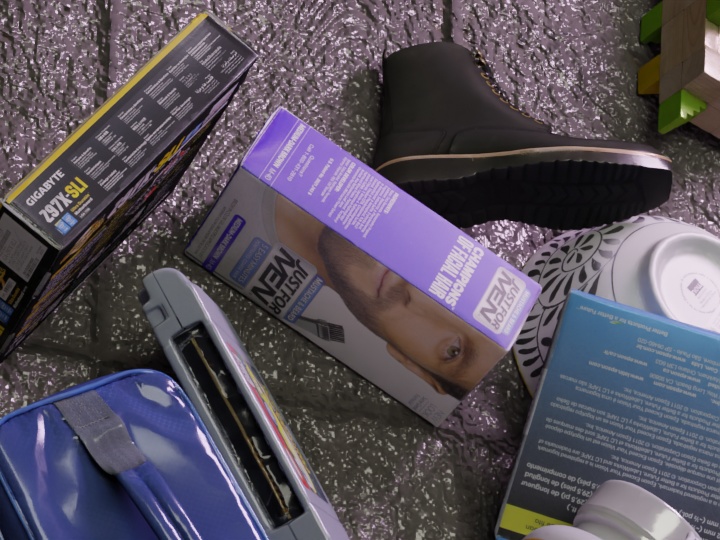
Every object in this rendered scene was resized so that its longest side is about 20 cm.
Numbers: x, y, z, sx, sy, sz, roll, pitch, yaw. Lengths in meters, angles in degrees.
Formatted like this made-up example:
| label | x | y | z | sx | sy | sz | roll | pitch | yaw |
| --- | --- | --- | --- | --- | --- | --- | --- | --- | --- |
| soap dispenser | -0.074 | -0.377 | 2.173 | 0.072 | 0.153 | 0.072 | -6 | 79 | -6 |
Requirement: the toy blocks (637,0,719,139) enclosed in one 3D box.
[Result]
| label | x | y | z | sx | sy | sz | roll | pitch | yaw |
| --- | --- | --- | --- | --- | --- | --- | --- | --- | --- |
| toy blocks | 0.293 | -0.165 | 1.639 | 0.136 | 0.100 | 0.201 | 25 | 52 | -25 |

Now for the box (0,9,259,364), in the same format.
| label | x | y | z | sx | sy | sz | roll | pitch | yaw |
| --- | --- | --- | --- | --- | --- | --- | --- | --- | --- |
| box | -0.156 | -0.045 | 1.286 | 0.049 | 0.160 | 0.200 | 39 | 52 | 2 |

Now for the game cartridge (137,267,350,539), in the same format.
| label | x | y | z | sx | sy | sz | roll | pitch | yaw |
| --- | --- | --- | --- | --- | --- | --- | --- | --- | --- |
| game cartridge | -0.061 | 0.097 | 1.267 | 0.041 | 0.133 | 0.200 | -29 | 77 | -3 |

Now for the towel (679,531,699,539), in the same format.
| label | x | y | z | sx | sy | sz | roll | pitch | yaw |
| --- | --- | --- | --- | --- | --- | --- | --- | --- | --- |
| towel | 0.193 | 0.249 | 1.170 | 0.147 | 0.024 | 0.201 | -18 | 93 | -77 |

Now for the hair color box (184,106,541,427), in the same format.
| label | x | y | z | sx | sy | sz | roll | pitch | yaw |
| --- | --- | --- | --- | --- | --- | --- | --- | --- | --- |
| hair color box | 0.000 | 0.000 | 1.368 | 0.200 | 0.109 | 0.065 | 33 | 52 | -4 |

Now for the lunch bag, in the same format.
| label | x | y | z | sx | sy | sz | roll | pitch | yaw |
| --- | --- | --- | --- | --- | --- | --- | --- | --- | --- |
| lunch bag | -0.130 | 0.163 | 1.186 | 0.136 | 0.132 | 0.200 | -22 | 71 | -35 |

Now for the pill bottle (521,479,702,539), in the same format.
| label | x | y | z | sx | sy | sz | roll | pitch | yaw |
| --- | --- | --- | --- | --- | --- | --- | --- | --- | --- |
| pill bottle | 0.111 | 0.219 | 1.255 | 0.113 | 0.113 | 0.200 | 42 | 68 | 3 |

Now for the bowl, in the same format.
| label | x | y | z | sx | sy | sz | roll | pitch | yaw |
| --- | --- | --- | --- | --- | --- | --- | --- | --- | --- |
| bowl | 0.208 | 0.035 | 1.460 | 0.200 | 0.094 | 0.201 | 12 | 56 | -19 |

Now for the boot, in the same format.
| label | x | y | z | sx | sy | sz | roll | pitch | yaw |
| --- | --- | --- | --- | --- | --- | --- | --- | --- | --- |
| boot | 0.106 | -0.102 | 1.477 | 0.199 | 0.078 | 0.139 | 0 | 53 | -1 |

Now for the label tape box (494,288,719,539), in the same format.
| label | x | y | z | sx | sy | sz | roll | pitch | yaw |
| --- | --- | --- | --- | --- | --- | --- | --- | --- | --- |
| label tape box | 0.168 | 0.127 | 1.365 | 0.143 | 0.066 | 0.201 | 17 | 90 | 4 |
